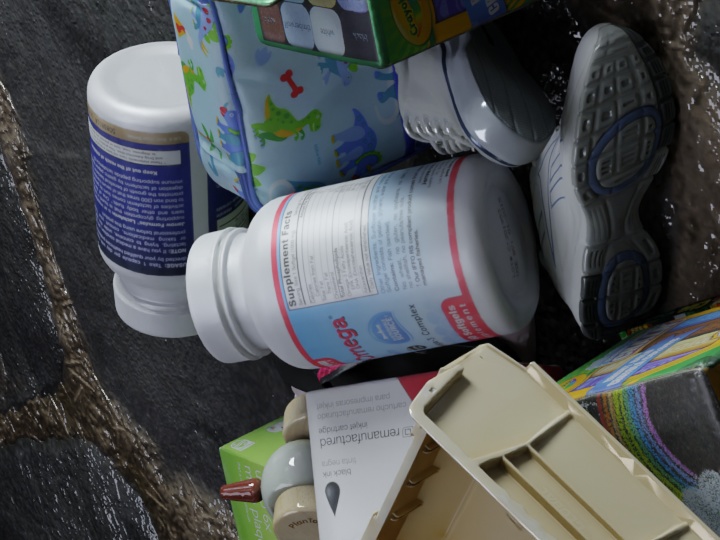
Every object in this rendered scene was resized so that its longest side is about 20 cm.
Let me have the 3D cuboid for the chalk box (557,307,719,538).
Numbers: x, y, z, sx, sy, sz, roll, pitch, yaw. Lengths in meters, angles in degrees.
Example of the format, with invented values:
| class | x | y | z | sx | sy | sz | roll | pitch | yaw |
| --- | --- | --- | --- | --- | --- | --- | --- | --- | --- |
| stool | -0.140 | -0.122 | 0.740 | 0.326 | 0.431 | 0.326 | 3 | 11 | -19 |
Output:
| class | x | y | z | sx | sy | sz | roll | pitch | yaw |
| --- | --- | --- | --- | --- | --- | --- | --- | --- | --- |
| chalk box | 0.178 | 0.101 | 1.270 | 0.200 | 0.124 | 0.125 | -18 | 98 | 52 |

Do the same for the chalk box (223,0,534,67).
| class | x | y | z | sx | sy | sz | roll | pitch | yaw |
| --- | --- | --- | --- | --- | --- | --- | --- | --- | --- |
| chalk box | 0.006 | -0.196 | 1.290 | 0.125 | 0.199 | 0.125 | 17 | 125 | 49 |

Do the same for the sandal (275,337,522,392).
| class | x | y | z | sx | sy | sz | roll | pitch | yaw |
| --- | --- | --- | --- | --- | --- | --- | --- | --- | --- |
| sandal | 0.016 | 0.067 | 1.482 | 0.199 | 0.045 | 0.075 | 3 | 135 | 40 |

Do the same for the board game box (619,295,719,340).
| class | x | y | z | sx | sy | sz | roll | pitch | yaw |
| --- | --- | --- | --- | --- | --- | --- | --- | --- | --- |
| board game box | 0.229 | 0.115 | 1.358 | 0.105 | 0.023 | 0.201 | -23 | 92 | 54 |

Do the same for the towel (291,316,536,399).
| class | x | y | z | sx | sy | sz | roll | pitch | yaw |
| --- | --- | --- | --- | --- | --- | --- | --- | --- | --- |
| towel | 0.032 | 0.051 | 1.517 | 0.190 | 0.032 | 0.201 | 21 | 143 | 23 |

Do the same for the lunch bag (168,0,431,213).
| class | x | y | z | sx | sy | sz | roll | pitch | yaw |
| --- | --- | --- | --- | --- | --- | --- | --- | --- | --- |
| lunch bag | -0.032 | -0.148 | 1.431 | 0.082 | 0.160 | 0.201 | 34 | 140 | 52 |

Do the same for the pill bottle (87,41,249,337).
| class | x | y | z | sx | sy | sz | roll | pitch | yaw |
| --- | --- | --- | --- | --- | --- | --- | --- | --- | --- |
| pill bottle | -0.140 | -0.058 | 1.692 | 0.116 | 0.115 | 0.201 | 34 | 136 | 39 |

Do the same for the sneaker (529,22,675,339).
| class | x | y | z | sx | sy | sz | roll | pitch | yaw |
| --- | --- | --- | --- | --- | --- | --- | --- | --- | --- |
| sneaker | 0.131 | -0.057 | 1.343 | 0.087 | 0.074 | 0.201 | 44 | 141 | 45 |

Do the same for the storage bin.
| class | x | y | z | sx | sy | sz | roll | pitch | yaw |
| --- | --- | --- | --- | --- | --- | --- | --- | --- | --- |
| storage bin | 0.082 | 0.177 | 1.225 | 0.199 | 0.094 | 0.200 | 44 | 137 | 21 |

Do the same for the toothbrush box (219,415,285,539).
| class | x | y | z | sx | sy | sz | roll | pitch | yaw |
| --- | --- | --- | --- | --- | --- | --- | --- | --- | --- |
| toothbrush box | -0.005 | 0.202 | 1.699 | 0.200 | 0.086 | 0.146 | 15 | 123 | 49 |

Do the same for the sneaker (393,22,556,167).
| class | x | y | z | sx | sy | sz | roll | pitch | yaw |
| --- | --- | --- | --- | --- | --- | --- | --- | --- | --- |
| sneaker | 0.062 | -0.096 | 1.337 | 0.073 | 0.071 | 0.200 | 34 | -163 | -17 |

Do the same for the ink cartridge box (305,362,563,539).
| class | x | y | z | sx | sy | sz | roll | pitch | yaw |
| --- | --- | --- | --- | --- | --- | --- | --- | --- | --- |
| ink cartridge box | 0.054 | 0.164 | 1.392 | 0.146 | 0.083 | 0.201 | -11 | 80 | 30 |

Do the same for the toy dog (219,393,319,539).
| class | x | y | z | sx | sy | sz | roll | pitch | yaw |
| --- | --- | --- | --- | --- | --- | --- | --- | --- | --- |
| toy dog | -0.021 | 0.175 | 1.514 | 0.096 | 0.132 | 0.201 | -13 | 116 | 25 |

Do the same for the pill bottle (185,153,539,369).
| class | x | y | z | sx | sy | sz | roll | pitch | yaw |
| --- | --- | --- | --- | --- | --- | --- | --- | --- | --- |
| pill bottle | 0.000 | 0.000 | 1.386 | 0.199 | 0.109 | 0.109 | -12 | 104 | 23 |
